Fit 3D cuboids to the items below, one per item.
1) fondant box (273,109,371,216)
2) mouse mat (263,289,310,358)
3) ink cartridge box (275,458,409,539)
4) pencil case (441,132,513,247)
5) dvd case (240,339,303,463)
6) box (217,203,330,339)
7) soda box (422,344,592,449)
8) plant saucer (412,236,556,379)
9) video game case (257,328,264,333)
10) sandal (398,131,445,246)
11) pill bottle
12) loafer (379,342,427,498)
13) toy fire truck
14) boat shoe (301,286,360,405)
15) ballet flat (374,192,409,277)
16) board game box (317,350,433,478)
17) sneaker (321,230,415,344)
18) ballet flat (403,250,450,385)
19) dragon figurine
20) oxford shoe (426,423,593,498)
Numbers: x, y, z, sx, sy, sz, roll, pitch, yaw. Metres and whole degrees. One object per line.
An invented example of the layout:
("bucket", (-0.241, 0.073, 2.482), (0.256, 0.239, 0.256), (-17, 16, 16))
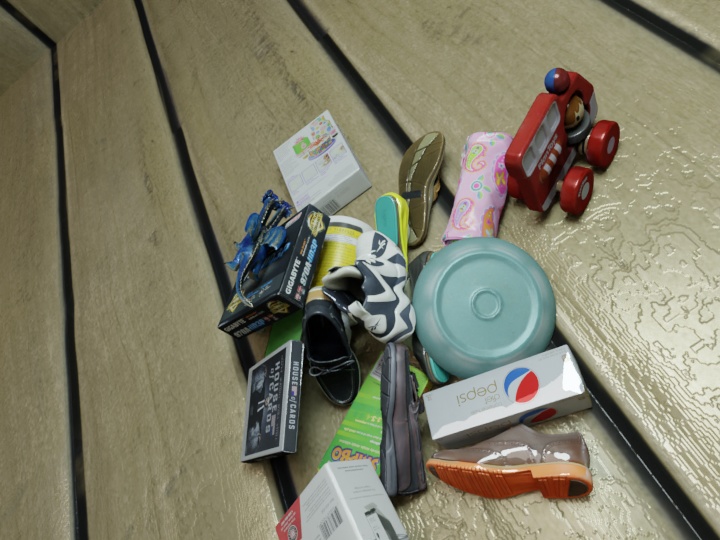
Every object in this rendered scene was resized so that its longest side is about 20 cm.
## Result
("fondant box", (-0.079, -0.201, 1.080), (0.143, 0.058, 0.202), (-34, 52, 11))
("mouse mat", (-0.123, 0.116, 0.878), (0.161, 0.007, 0.203), (22, 97, 66))
("ink cartridge box", (-0.009, 0.363, 0.677), (0.148, 0.082, 0.201), (-55, 47, 24))
("pencil case", (0.183, -0.117, 0.850), (0.086, 0.087, 0.203), (3, 69, 33))
("dvd case", (-0.136, 0.202, 0.827), (0.200, 0.024, 0.153), (-39, 45, 55))
("box", (-0.135, 0.007, 0.848), (0.199, 0.046, 0.161), (-27, 39, 47))
("soda box", (0.185, 0.166, 0.704), (0.198, 0.068, 0.064), (-24, 53, 18))
("plant saucer", (0.168, 0.048, 0.744), (0.196, 0.036, 0.204), (-1, 78, 4))
("video game case", (-0.171, 0.016, 0.982), (0.199, 0.022, 0.184), (0, 61, 63))
("sandal", (0.105, -0.136, 0.939), (0.079, 0.054, 0.204), (4, 81, 39))
("pill bottle", (-0.040, 0.024, 0.895), (0.110, 0.111, 0.203), (-4, 62, 29))
("loafer", (0.059, 0.197, 0.735), (0.062, 0.072, 0.204), (1, 91, -8))
("toy fire truck", (0.278, -0.188, 0.780), (0.111, 0.168, 0.202), (24, 78, 38))
("boat shoe", (-0.044, 0.122, 0.795), (0.073, 0.203, 0.063), (-7, 28, 6))
("ballet flat", (0.054, -0.022, 0.883), (0.066, 0.067, 0.204), (2, 90, 31))
("board game box", (0.021, 0.226, 0.799), (0.095, 0.030, 0.202), (22, 75, 38))
("sneaker", (0.000, 0.000, 0.771), (0.079, 0.129, 0.202), (-32, 46, 29))
("ballet flat", (0.096, 0.071, 0.815), (0.068, 0.068, 0.203), (-17, 60, 40))
("dragon figurine", (-0.145, -0.042, 0.787), (0.100, 0.058, 0.201), (-54, 17, 27))
("oxford shoe", (0.180, 0.233, 0.681), (0.197, 0.072, 0.074), (-5, 44, 22))
